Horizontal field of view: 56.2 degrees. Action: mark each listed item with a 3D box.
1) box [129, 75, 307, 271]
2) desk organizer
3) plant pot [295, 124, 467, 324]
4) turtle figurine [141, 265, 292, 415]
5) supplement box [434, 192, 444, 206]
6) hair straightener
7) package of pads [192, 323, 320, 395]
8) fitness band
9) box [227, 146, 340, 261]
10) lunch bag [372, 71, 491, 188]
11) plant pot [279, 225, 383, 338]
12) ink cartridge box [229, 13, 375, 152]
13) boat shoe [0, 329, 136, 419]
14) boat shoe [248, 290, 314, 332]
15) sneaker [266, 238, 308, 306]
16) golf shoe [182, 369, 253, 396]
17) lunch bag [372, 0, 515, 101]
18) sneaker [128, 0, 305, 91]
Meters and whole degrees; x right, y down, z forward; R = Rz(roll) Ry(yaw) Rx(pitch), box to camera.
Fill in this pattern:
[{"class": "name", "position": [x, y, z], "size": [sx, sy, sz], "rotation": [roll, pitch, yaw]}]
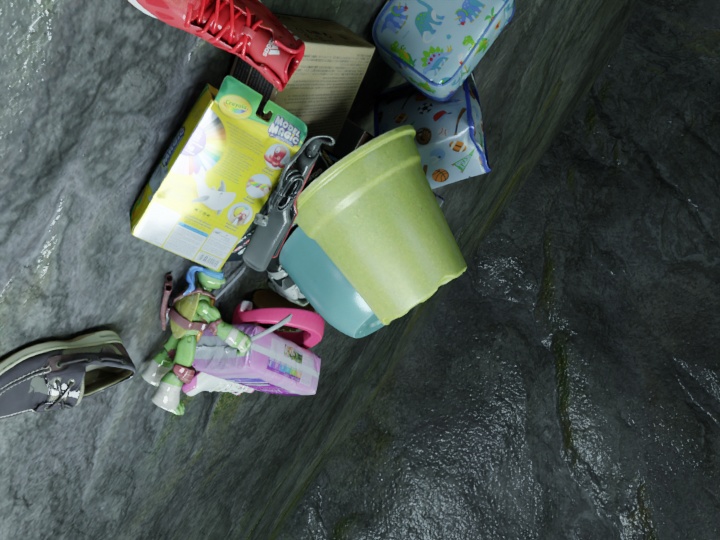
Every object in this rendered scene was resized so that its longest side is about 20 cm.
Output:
[{"class": "box", "position": [-0.154, -0.106, 0.732], "size": [0.116, 0.049, 0.201], "rotation": [25, 114, -36]}, {"class": "desk organizer", "position": [-0.058, -0.142, 1.057], "size": [0.203, 0.071, 0.077], "rotation": [-59, 166, 11]}, {"class": "plant pot", "position": [0.034, -0.044, 0.849], "size": [0.198, 0.187, 0.200], "rotation": [-33, 177, -2]}, {"class": "turtle figurine", "position": [-0.208, 0.096, 0.944], "size": [0.197, 0.142, 0.199], "rotation": [-58, 160, 4]}, {"class": "supplement box", "position": [0.072, -0.085, 1.269], "size": [0.104, 0.100, 0.201], "rotation": [-54, -178, 38]}, {"class": "hair straightener", "position": [-0.083, -0.070, 0.748], "size": [0.201, 0.041, 0.077], "rotation": [-51, -176, 37]}, {"class": "package of pads", "position": [-0.161, 0.144, 1.070], "size": [0.199, 0.118, 0.078], "rotation": [37, 57, -56]}, {"class": "fitness band", "position": [-0.134, 0.090, 1.080], "size": [0.200, 0.140, 0.039], "rotation": [141, -41, -65]}, {"class": "box", "position": [-0.110, -0.084, 0.888], "size": [0.198, 0.047, 0.159], "rotation": [-34, 176, 9]}, {"class": "lunch bag", "position": [0.108, -0.239, 1.071], "size": [0.125, 0.166, 0.204], "rotation": [57, 28, -45]}, {"class": "plant pot", "position": [0.000, 0.000, 1.023], "size": [0.198, 0.163, 0.201], "rotation": [-32, 165, -10]}, {"class": "ink cartridge box", "position": [-0.081, -0.217, 0.828], "size": [0.199, 0.074, 0.167], "rotation": [-29, 150, -60]}, {"class": "boat shoe", "position": [-0.334, 0.122, 0.758], "size": [0.073, 0.064, 0.199], "rotation": [-59, 164, 20]}, {"class": "boat shoe", "position": [-0.150, 0.085, 1.224], "size": [0.070, 0.071, 0.199], "rotation": [-45, 158, 12]}, {"class": "sneaker", "position": [-0.116, -0.001, 1.137], "size": [0.074, 0.088, 0.201], "rotation": [-49, 162, -15]}, {"class": "golf shoe", "position": [-0.218, 0.176, 1.147], "size": [0.074, 0.093, 0.199], "rotation": [-28, -179, 34]}, {"class": "lunch bag", "position": [0.119, -0.368, 0.979], "size": [0.202, 0.159, 0.082], "rotation": [-54, 169, 2]}, {"class": "sneaker", "position": [-0.114, -0.229, 0.607], "size": [0.080, 0.115, 0.199], "rotation": [-59, 158, 19]}]
